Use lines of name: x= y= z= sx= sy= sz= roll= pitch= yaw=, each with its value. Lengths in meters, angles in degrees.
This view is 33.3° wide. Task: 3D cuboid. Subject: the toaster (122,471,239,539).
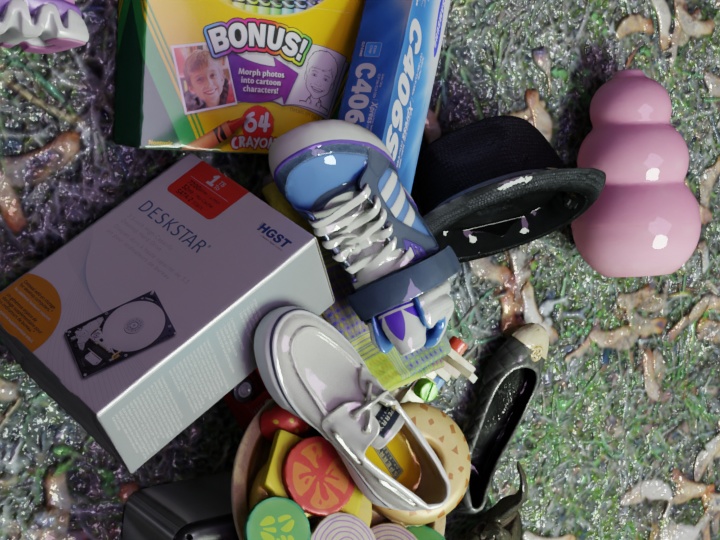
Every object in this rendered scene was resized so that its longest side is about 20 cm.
toaster: x=-0.101 y=0.269 z=0.989 sx=0.200 sy=0.119 sz=0.181 roll=-7 pitch=101 yaw=-33

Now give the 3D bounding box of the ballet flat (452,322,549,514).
ballet flat: x=0.138 y=0.145 z=1.164 sx=0.066 sy=0.057 sz=0.200 roll=31 pitch=81 yaw=-33

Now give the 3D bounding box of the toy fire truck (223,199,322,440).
toy fire truck: x=-0.068 y=0.055 z=1.017 sx=0.141 sy=0.049 sz=0.200 roll=-39 pitch=118 yaw=-24

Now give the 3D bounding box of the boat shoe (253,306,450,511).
boat shoe: x=0.001 y=0.104 z=0.872 sx=0.071 sy=0.070 sz=0.200 roll=-48 pitch=118 yaw=-29

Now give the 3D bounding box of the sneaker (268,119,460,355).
sneaker: x=0.013 y=-0.013 z=0.889 sx=0.081 sy=0.147 sz=0.200 roll=-27 pitch=153 yaw=13

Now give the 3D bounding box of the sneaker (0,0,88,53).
sneaker: x=-0.281 y=-0.206 z=0.819 sx=0.200 sy=0.080 sz=0.089 roll=3 pitch=90 yaw=-39

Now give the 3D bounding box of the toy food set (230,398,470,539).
toy food set: x=-0.008 y=0.180 z=0.945 sx=0.200 sy=0.049 sz=0.198 roll=26 pitch=60 yaw=-21

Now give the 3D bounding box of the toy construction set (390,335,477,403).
toy construction set: x=0.038 y=0.137 z=1.067 sx=0.131 sy=0.092 sz=0.200 roll=38 pitch=72 yaw=-29

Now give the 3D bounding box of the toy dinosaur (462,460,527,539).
toy dinosaur: x=0.126 y=0.274 z=1.165 sx=0.102 sy=0.077 sz=0.200 roll=-18 pitch=110 yaw=-69

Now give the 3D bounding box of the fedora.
fedora: x=0.115 y=-0.079 z=1.075 sx=0.200 sy=0.201 sz=0.092 roll=-9 pitch=70 yaw=-32

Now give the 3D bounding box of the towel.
towel: x=0.000 y=0.000 z=0.986 sx=0.144 sy=0.023 sz=0.200 roll=-15 pitch=78 yaw=-58

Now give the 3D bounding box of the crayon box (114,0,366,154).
crayon box: x=-0.090 y=-0.180 z=0.955 sx=0.200 sy=0.058 sz=0.173 roll=-1 pitch=99 yaw=-34

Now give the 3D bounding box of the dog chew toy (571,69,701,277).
dog chew toy: x=0.267 y=-0.095 z=1.176 sx=0.124 sy=0.124 sz=0.200 roll=-4 pitch=92 yaw=-33

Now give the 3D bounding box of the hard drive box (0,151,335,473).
hard drive box: x=-0.147 y=0.025 z=0.887 sx=0.200 sy=0.156 sz=0.077 roll=-40 pitch=142 yaw=-22

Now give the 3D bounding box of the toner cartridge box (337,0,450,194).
toner cartridge box: x=0.028 y=-0.167 z=0.989 sx=0.095 sy=0.043 sz=0.200 roll=54 pitch=45 yaw=-64
